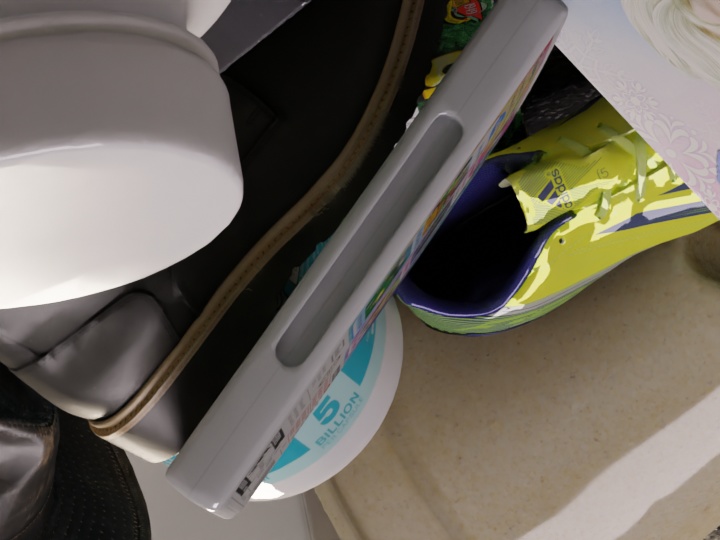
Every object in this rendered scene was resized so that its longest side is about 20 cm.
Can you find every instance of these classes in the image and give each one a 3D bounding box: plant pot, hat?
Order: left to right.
[{"bbox_3d":[-0.162,0.053,1.103,0.200,0.201,0.081,-1,140,-29],"label":"hat"},{"bbox_3d":[0.100,0.048,1.254,0.183,0.201,0.200,-35,152,25],"label":"plant pot"}]

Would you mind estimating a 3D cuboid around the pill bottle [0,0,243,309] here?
[{"bbox_3d":[-0.089,-0.100,0.686,0.119,0.201,0.120,-11,160,-4],"label":"pill bottle"}]

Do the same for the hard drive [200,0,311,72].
[{"bbox_3d":[-0.013,-0.098,0.828,0.140,0.038,0.200,-34,-173,45],"label":"hard drive"}]

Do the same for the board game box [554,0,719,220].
[{"bbox_3d":[0.147,-0.085,0.887,0.041,0.200,0.199,-52,-168,-34],"label":"board game box"}]

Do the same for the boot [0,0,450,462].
[{"bbox_3d":[-0.069,-0.053,0.949,0.138,0.201,0.077,30,180,-25],"label":"boot"}]

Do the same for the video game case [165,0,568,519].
[{"bbox_3d":[0.000,0.000,0.969,0.182,0.024,0.200,-55,178,-5],"label":"video game case"}]

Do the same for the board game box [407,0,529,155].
[{"bbox_3d":[0.005,-0.065,1.104,0.104,0.024,0.200,-16,160,4],"label":"board game box"}]

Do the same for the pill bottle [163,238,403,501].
[{"bbox_3d":[-0.072,0.003,1.087,0.110,0.111,0.200,-20,149,20],"label":"pill bottle"}]

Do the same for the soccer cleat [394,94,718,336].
[{"bbox_3d":[0.095,-0.037,1.124,0.200,0.065,0.084,-36,161,23],"label":"soccer cleat"}]

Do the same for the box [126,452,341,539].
[{"bbox_3d":[-0.014,0.106,1.357,0.106,0.153,0.200,-23,157,29],"label":"box"}]
